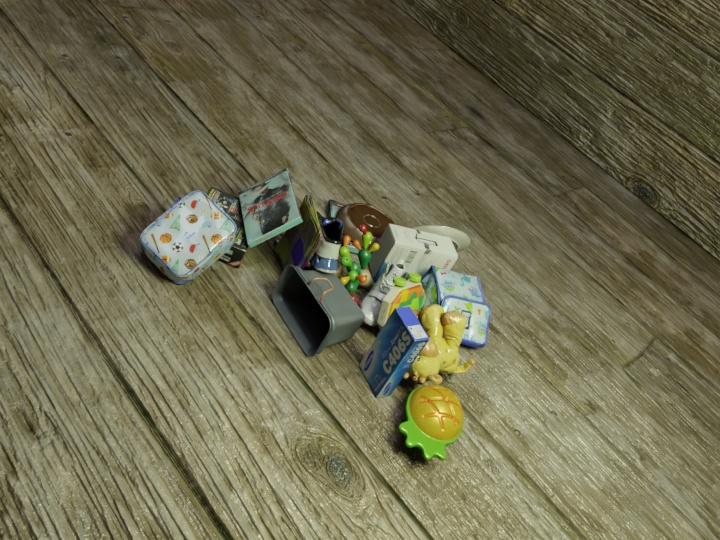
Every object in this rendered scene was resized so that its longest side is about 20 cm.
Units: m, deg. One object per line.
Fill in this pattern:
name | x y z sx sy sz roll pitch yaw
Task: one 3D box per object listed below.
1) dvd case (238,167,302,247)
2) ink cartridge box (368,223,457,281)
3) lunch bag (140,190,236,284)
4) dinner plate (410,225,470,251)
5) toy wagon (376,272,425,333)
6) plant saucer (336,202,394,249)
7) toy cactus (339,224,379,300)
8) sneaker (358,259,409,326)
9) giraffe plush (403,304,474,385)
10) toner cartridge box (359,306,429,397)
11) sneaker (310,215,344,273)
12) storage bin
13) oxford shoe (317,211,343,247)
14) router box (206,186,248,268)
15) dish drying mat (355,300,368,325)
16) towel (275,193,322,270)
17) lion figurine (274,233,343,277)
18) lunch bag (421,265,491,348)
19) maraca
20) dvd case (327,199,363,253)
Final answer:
dvd case | -0.225 -0.157 1.578 0.022 0.145 0.201 57 11 -45
ink cartridge box | 0.143 -0.032 1.763 0.199 0.146 0.085 11 39 -25
lunch bag | -0.387 -0.080 1.450 0.160 0.076 0.200 43 65 5
dinner plate | 0.218 -0.080 1.854 0.199 0.200 0.024 14 67 -21
toy wagon | 0.113 0.085 1.591 0.039 0.156 0.200 27 24 32
plant saucer | 0.027 -0.133 1.842 0.199 0.032 0.201 19 36 -15
toy cactus | 0.000 0.000 1.630 0.102 0.165 0.201 4 68 25
sneaker | 0.060 0.049 1.605 0.075 0.115 0.200 32 35 4
giraffe plush | 0.153 0.193 1.492 0.162 0.172 0.201 -19 90 -52
toner cartridge box | 0.071 0.181 1.411 0.043 0.200 0.095 -1 45 -34
sneaker | -0.089 -0.087 1.555 0.080 0.116 0.199 9 23 -31
storage bin | -0.086 0.077 1.481 0.134 0.146 0.200 -7 49 -44
oxford shoe | -0.086 -0.093 1.705 0.085 0.073 0.200 54 -5 -36
router box | -0.339 -0.110 1.597 0.149 0.062 0.200 24 36 -9
dish drying mat | 0.015 0.107 1.618 0.199 0.018 0.077 -3 46 -37
towel | -0.151 -0.074 1.553 0.023 0.200 0.144 7 48 -32
lion figurine | -0.132 -0.049 1.662 0.122 0.073 0.200 1 40 -44
lunch bag | 0.245 0.103 1.700 0.169 0.127 0.201 14 52 -28
maraca | 0.152 0.322 1.376 0.137 0.107 0.200 31 36 7
dvd case | -0.021 -0.122 1.852 0.145 0.022 0.201 15 40 -20
